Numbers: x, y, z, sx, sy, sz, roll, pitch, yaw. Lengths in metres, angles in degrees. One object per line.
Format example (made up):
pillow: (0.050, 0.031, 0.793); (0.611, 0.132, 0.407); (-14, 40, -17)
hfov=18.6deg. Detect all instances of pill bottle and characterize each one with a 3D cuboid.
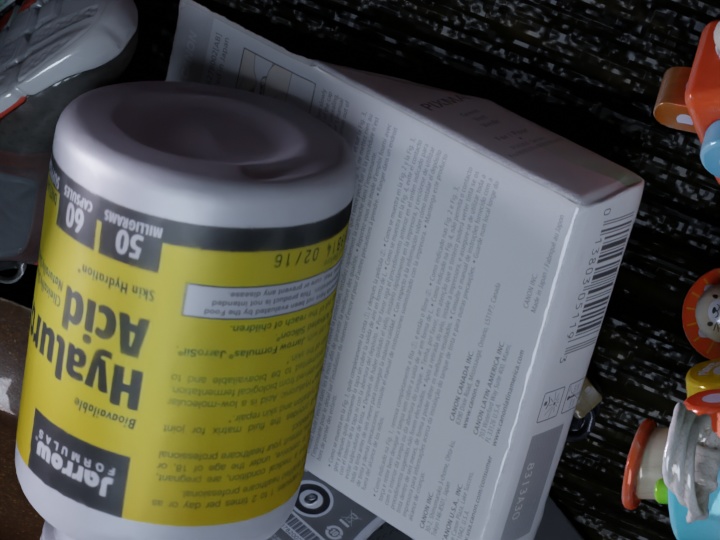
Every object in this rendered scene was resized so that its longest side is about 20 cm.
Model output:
pill bottle: (-0.070, 0.039, 0.822); (0.111, 0.111, 0.200); (13, 113, 9)

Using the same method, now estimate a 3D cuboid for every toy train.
toy train: (0.121, 0.011, 0.782); (0.055, 0.200, 0.150); (0, 147, 27)

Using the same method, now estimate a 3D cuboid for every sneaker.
sneaker: (-0.134, -0.046, 0.885); (0.082, 0.077, 0.200); (37, 137, -18)

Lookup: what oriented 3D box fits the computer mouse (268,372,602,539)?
computer mouse: (0.004, 0.066, 0.928); (0.200, 0.044, 0.110); (-36, 111, 27)

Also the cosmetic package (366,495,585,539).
cosmetic package: (0.023, 0.172, 0.893); (0.102, 0.200, 0.074); (-28, 111, 30)

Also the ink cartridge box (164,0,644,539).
ink cartridge box: (0.000, 0.000, 0.856); (0.200, 0.050, 0.161); (31, 119, 32)

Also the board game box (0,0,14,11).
board game box: (-0.157, -0.202, 0.809); (0.200, 0.026, 0.200); (-30, 110, 31)

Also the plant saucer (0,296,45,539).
plant saucer: (-0.176, 0.082, 0.968); (0.200, 0.037, 0.201); (9, 140, 7)
